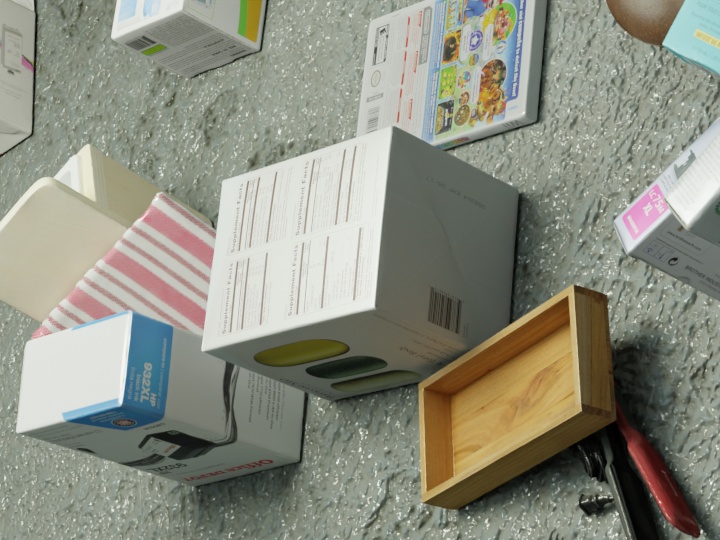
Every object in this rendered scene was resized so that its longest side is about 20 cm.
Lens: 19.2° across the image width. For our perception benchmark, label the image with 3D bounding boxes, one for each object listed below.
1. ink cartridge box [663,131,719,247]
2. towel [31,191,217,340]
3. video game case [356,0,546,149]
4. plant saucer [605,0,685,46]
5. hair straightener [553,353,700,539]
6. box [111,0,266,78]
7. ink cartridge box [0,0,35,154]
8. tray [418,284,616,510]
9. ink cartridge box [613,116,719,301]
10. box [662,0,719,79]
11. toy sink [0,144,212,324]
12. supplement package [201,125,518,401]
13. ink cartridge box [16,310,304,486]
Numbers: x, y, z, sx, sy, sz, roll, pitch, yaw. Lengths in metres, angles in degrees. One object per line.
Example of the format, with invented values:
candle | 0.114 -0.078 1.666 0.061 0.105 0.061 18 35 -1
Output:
ink cartridge box | 0.317 -0.078 1.336 0.200 0.195 0.043 -50 44 18
towel | -0.179 0.035 1.885 0.200 0.146 0.030 -46 21 22
video game case | 0.075 -0.170 1.795 0.199 0.018 0.145 -15 61 44
plant saucer | 0.252 -0.272 1.633 0.200 0.036 0.202 -25 54 40
hair straightener | 0.171 0.136 1.516 0.077 0.041 0.201 -47 43 21
box | -0.156 -0.307 2.055 0.112 0.101 0.202 -15 61 44
ink cartridge box | -0.416 -0.222 2.332 0.116 0.067 0.202 -28 53 37
tray | 0.113 0.097 1.575 0.200 0.037 0.100 -36 47 48
ink cartridge box | 0.280 -0.068 1.434 0.200 0.119 0.042 -44 42 25
box | 0.303 -0.229 1.524 0.082 0.049 0.201 30 96 30
toy sink | -0.245 -0.023 1.927 0.130 0.199 0.112 -46 32 22
supplement package | 0.000 0.000 1.688 0.199 0.151 0.152 -15 62 44
ink cartridge box | -0.165 0.111 1.782 0.144 0.199 0.085 -17 61 42
